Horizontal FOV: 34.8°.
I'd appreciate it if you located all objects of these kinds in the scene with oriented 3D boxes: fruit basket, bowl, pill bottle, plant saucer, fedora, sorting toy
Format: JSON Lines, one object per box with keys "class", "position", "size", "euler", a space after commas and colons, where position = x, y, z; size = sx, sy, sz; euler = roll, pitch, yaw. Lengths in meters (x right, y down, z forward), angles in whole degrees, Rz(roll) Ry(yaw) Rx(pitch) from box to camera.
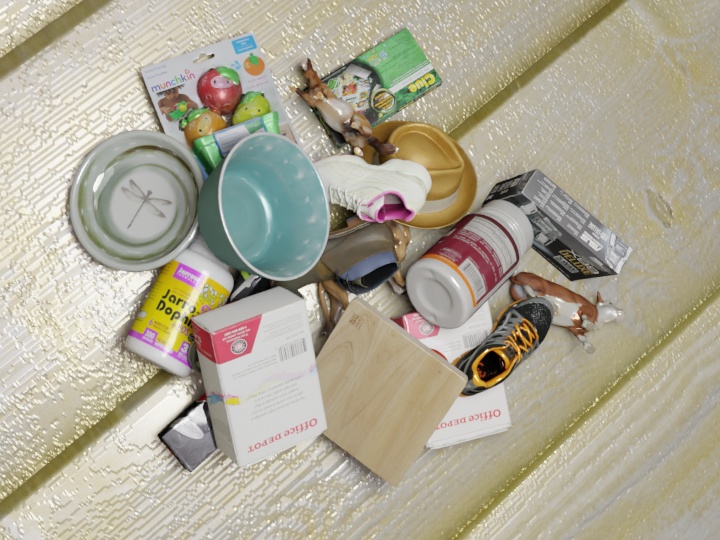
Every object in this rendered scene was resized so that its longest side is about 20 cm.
{"class": "fruit basket", "position": [-0.198, -0.232, 1.664], "size": [0.183, 0.094, 0.203], "euler": [-21, 89, -17]}
{"class": "bowl", "position": [-0.148, -0.079, 1.582], "size": [0.199, 0.104, 0.205], "euler": [13, 72, -44]}
{"class": "pill bottle", "position": [0.165, -0.014, 1.695], "size": [0.200, 0.114, 0.115], "euler": [-41, 98, -37]}
{"class": "plant saucer", "position": [-0.310, -0.095, 1.624], "size": [0.196, 0.050, 0.204], "euler": [-1, 80, 6]}
{"class": "fedora", "position": [0.091, -0.160, 1.721], "size": [0.197, 0.082, 0.204], "euler": [6, 63, -12]}
{"class": "pill bottle", "position": [-0.246, 0.041, 1.624], "size": [0.103, 0.104, 0.203], "euler": [28, 79, -13]}
{"class": "sorting toy", "position": [0.030, 0.168, 1.656], "size": [0.197, 0.070, 0.202], "euler": [35, 111, 7]}

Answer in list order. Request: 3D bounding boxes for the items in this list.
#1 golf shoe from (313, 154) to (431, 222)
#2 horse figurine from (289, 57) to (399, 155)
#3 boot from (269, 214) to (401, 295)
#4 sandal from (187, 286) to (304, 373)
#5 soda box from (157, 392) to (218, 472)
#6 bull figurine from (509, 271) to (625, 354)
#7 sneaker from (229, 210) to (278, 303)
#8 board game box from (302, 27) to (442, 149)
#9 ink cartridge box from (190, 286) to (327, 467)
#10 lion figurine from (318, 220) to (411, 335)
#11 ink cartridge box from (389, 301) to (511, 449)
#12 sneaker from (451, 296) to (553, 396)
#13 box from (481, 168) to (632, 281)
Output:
{"class": "golf shoe", "position": [0.000, -0.113, 1.641], "size": [0.196, 0.076, 0.092], "euler": [1, 47, 14]}
{"class": "horse figurine", "position": [-0.030, -0.227, 1.672], "size": [0.199, 0.133, 0.050], "euler": [41, 102, -1]}
{"class": "boot", "position": [-0.035, -0.002, 1.655], "size": [0.198, 0.075, 0.098], "euler": [-32, 52, 4]}
{"class": "sandal", "position": [-0.163, 0.077, 1.625], "size": [0.199, 0.057, 0.081], "euler": [-25, 113, -28]}
{"class": "soda box", "position": [-0.194, 0.196, 1.651], "size": [0.200, 0.063, 0.071], "euler": [-42, 98, -15]}
{"class": "bull figurine", "position": [0.323, 0.064, 1.796], "size": [0.197, 0.122, 0.066], "euler": [19, 113, -7]}
{"class": "sneaker", "position": [-0.148, -0.041, 1.690], "size": [0.082, 0.072, 0.202], "euler": [28, 77, 11]}
{"class": "board game box", "position": [0.019, -0.279, 1.756], "size": [0.198, 0.023, 0.106], "euler": [-32, 82, -15]}
{"class": "ink cartridge box", "position": [-0.138, 0.143, 1.571], "size": [0.146, 0.085, 0.204], "euler": [-19, 114, -27]}
{"class": "lion figurine", "position": [0.000, 0.000, 1.717], "size": [0.198, 0.073, 0.124], "euler": [-30, 75, -10]}
{"class": "ink cartridge box", "position": [0.136, 0.155, 1.741], "size": [0.143, 0.085, 0.204], "euler": [-11, 88, -17]}
{"class": "sneaker", "position": [0.217, 0.114, 1.685], "size": [0.200, 0.077, 0.079], "euler": [-43, 98, -15]}
{"class": "box", "position": [0.300, -0.066, 1.766], "size": [0.199, 0.157, 0.050], "euler": [39, 77, -11]}
